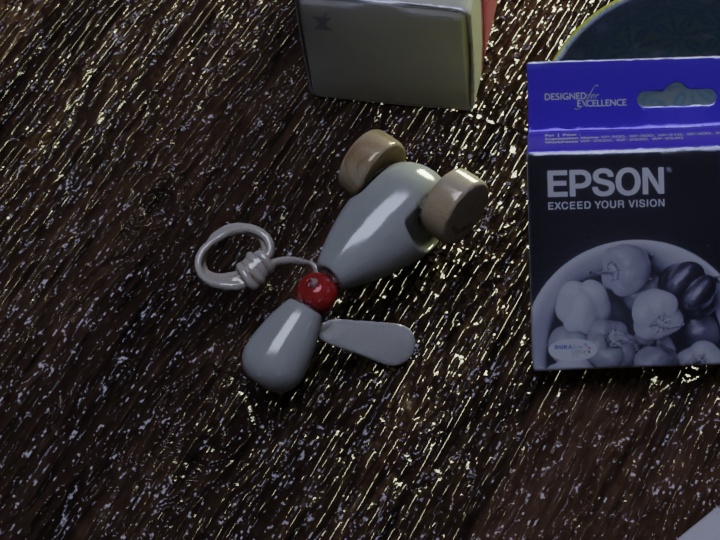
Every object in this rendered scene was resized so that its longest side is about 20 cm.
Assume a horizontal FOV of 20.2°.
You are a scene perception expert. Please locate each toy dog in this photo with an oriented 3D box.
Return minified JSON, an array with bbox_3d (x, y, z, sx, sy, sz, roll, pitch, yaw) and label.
[{"bbox_3d":[0.000,0.000,1.358,0.200,0.096,0.132,-34,59,-1],"label":"toy dog"}]

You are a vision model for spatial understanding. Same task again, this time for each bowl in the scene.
[{"bbox_3d":[0.218,-0.098,1.368,0.200,0.200,0.108,1,10,7],"label":"bowl"}]

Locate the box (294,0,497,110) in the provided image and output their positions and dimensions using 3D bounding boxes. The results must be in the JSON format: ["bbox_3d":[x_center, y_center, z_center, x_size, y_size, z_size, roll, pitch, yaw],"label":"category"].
[{"bbox_3d":[0.038,-0.230,1.498,0.128,0.109,0.200,7,54,11],"label":"box"}]

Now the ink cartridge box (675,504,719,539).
[{"bbox_3d":[0.259,0.197,1.171,0.200,0.086,0.146,-36,58,-18],"label":"ink cartridge box"}]

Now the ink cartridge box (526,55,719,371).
[{"bbox_3d":[0.206,-0.037,1.301,0.198,0.200,0.043,-2,8,4],"label":"ink cartridge box"}]
